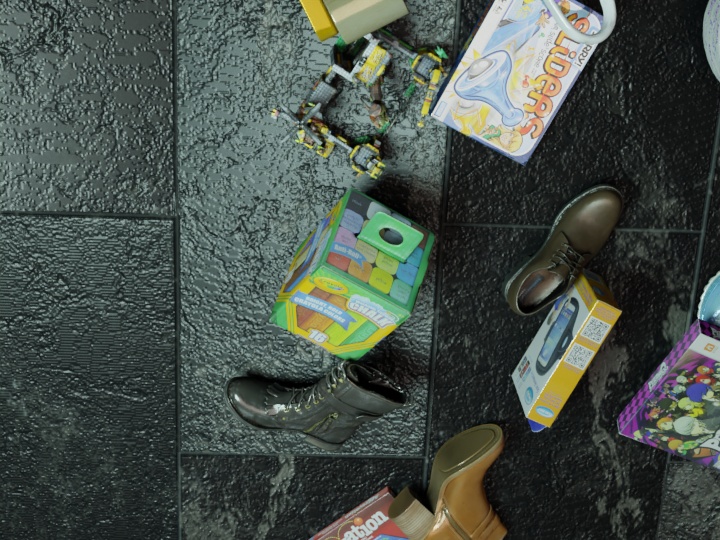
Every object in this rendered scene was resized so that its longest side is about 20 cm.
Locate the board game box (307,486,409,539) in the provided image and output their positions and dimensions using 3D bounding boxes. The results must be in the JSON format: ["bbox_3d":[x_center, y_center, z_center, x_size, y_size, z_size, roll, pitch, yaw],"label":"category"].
[{"bbox_3d":[-0.012,0.391,1.720,0.200,0.019,0.103,-36,107,11],"label":"board game box"}]

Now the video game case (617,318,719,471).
[{"bbox_3d":[0.463,0.169,1.615,0.181,0.036,0.200,22,127,-11],"label":"video game case"}]

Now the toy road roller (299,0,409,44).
[{"bbox_3d":[-0.024,-0.359,1.357,0.123,0.146,0.200,-25,104,8],"label":"toy road roller"}]

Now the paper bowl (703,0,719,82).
[{"bbox_3d":[0.497,-0.283,1.436,0.200,0.104,0.201,-1,111,-2],"label":"paper bowl"}]

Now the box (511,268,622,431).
[{"bbox_3d":[0.251,0.104,1.567,0.041,0.119,0.200,27,107,-12],"label":"box"}]

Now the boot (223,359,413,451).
[{"bbox_3d":[-0.054,0.152,1.558,0.200,0.069,0.174,22,144,-20],"label":"boot"}]

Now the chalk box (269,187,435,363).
[{"bbox_3d":[0.000,0.000,1.465,0.125,0.124,0.200,28,145,-12],"label":"chalk box"}]

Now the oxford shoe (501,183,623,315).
[{"bbox_3d":[0.260,-0.019,1.540,0.073,0.084,0.200,34,104,-12],"label":"oxford shoe"}]

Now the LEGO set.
[{"bbox_3d":[0.006,-0.198,1.440,0.154,0.116,0.200,39,105,-16],"label":"LEGO set"}]

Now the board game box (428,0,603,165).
[{"bbox_3d":[0.187,-0.243,1.475,0.135,0.034,0.200,25,108,-11],"label":"board game box"}]

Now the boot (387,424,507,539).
[{"bbox_3d":[0.153,0.310,1.676,0.200,0.074,0.155,-42,114,12],"label":"boot"}]

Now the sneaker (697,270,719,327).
[{"bbox_3d":[0.500,0.021,1.561,0.078,0.090,0.200,29,110,-13],"label":"sneaker"}]

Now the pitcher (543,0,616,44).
[{"bbox_3d":[0.211,-0.356,1.375,0.200,0.121,0.172,20,78,-15],"label":"pitcher"}]
